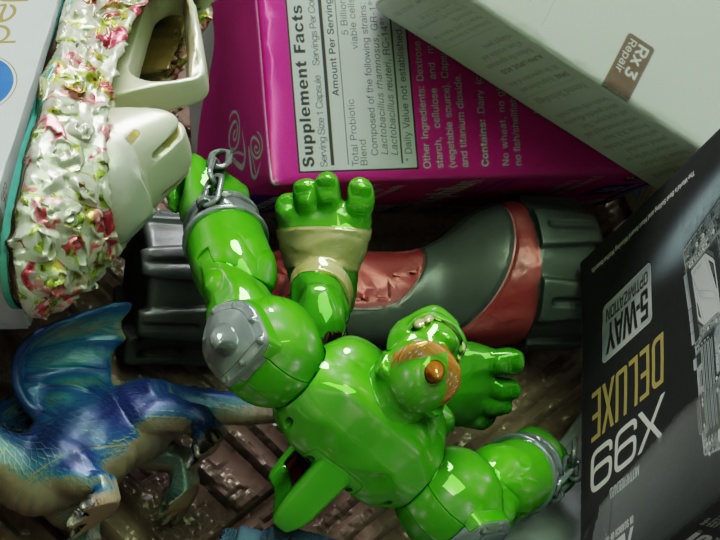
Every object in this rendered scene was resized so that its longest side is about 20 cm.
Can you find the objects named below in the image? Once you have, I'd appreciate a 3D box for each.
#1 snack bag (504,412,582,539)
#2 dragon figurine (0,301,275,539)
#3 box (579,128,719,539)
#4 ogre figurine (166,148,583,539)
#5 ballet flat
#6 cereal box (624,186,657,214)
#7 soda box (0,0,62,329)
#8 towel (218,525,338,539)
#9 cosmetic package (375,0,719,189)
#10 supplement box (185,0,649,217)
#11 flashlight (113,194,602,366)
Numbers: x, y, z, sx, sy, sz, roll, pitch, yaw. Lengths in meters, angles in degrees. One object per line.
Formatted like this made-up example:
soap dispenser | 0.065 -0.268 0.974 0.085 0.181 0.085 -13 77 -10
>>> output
snack bag | 0.119 0.159 1.164 0.200 0.021 0.188 40 52 12
dragon figurine | -0.106 0.053 1.138 0.200 0.059 0.100 -27 67 -32
box | 0.148 0.026 1.099 0.050 0.200 0.158 15 59 -18
ogre figurine | 0.004 0.045 1.123 0.200 0.098 0.120 59 17 -22
ballet flat | -0.093 -0.063 1.130 0.064 0.076 0.201 -1 46 9
cereal box | 0.200 -0.015 1.313 0.143 0.040 0.201 -5 57 -24
soda box | -0.150 -0.064 1.174 0.063 0.068 0.200 -2 39 10
towel | 0.031 0.166 1.091 0.199 0.049 0.112 13 60 2
cosmetic package | 0.117 -0.102 1.184 0.199 0.074 0.102 30 75 -14
supplement box | 0.034 -0.081 1.243 0.199 0.101 0.104 -1 84 -21
flashlight | 0.000 0.000 1.211 0.199 0.068 0.068 2 55 -19
